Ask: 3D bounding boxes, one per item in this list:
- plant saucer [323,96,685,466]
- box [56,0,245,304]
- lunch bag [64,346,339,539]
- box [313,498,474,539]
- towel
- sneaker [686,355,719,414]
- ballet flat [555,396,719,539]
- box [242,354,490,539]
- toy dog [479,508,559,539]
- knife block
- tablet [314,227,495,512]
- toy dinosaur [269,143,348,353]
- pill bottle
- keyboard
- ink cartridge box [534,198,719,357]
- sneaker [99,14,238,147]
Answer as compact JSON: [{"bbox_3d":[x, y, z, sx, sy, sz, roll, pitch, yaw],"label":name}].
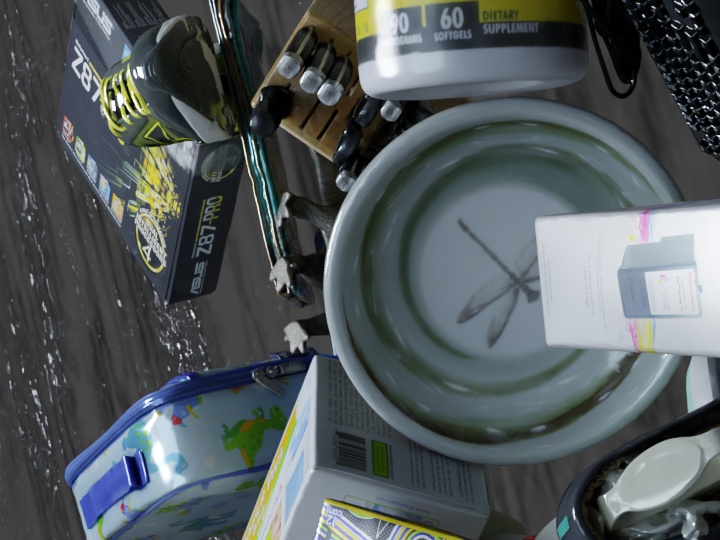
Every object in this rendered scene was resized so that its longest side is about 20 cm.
[{"bbox_3d":[0.079,0.003,0.881,0.050,0.198,0.202,-92,8,-73],"label":"plant saucer"},{"bbox_3d":[-0.156,-0.101,1.210,0.201,0.049,0.162,54,142,31],"label":"box"},{"bbox_3d":[-0.101,0.125,1.098,0.200,0.160,0.083,-42,64,54],"label":"lunch bag"},{"bbox_3d":[0.064,0.165,0.768,0.199,0.064,0.071,10,79,40],"label":"box"},{"bbox_3d":[-0.061,-0.078,1.072,0.147,0.021,0.202,49,-152,-85],"label":"towel"},{"bbox_3d":[0.171,0.139,0.836,0.118,0.073,0.202,-17,84,47],"label":"sneaker"},{"bbox_3d":[0.178,0.080,0.738,0.199,0.073,0.074,-26,72,7],"label":"ballet flat"},{"bbox_3d":[-0.011,0.169,0.946,0.113,0.100,0.201,-92,21,-61],"label":"box"},{"bbox_3d":[0.108,0.176,0.891,0.200,0.096,0.133,-175,104,-74],"label":"toy dog"},{"bbox_3d":[-0.025,-0.114,0.945,0.064,0.175,0.200,-54,52,15],"label":"knife block"},{"bbox_3d":[0.027,0.061,1.054,0.130,0.014,0.202,-13,87,51],"label":"tablet"},{"bbox_3d":[0.000,0.000,0.995,0.077,0.102,0.201,-52,54,31],"label":"toy dinosaur"},{"bbox_3d":[0.049,-0.188,0.801,0.114,0.114,0.202,-2,92,51],"label":"pill bottle"},{"bbox_3d":[0.140,-0.095,0.761,0.040,0.200,0.104,-44,48,-3],"label":"keyboard"},{"bbox_3d":[0.180,0.000,0.741,0.200,0.116,0.068,0,94,63],"label":"ink cartridge box"},{"bbox_3d":[-0.122,-0.103,1.014,0.200,0.084,0.075,11,-117,-87],"label":"sneaker"}]
